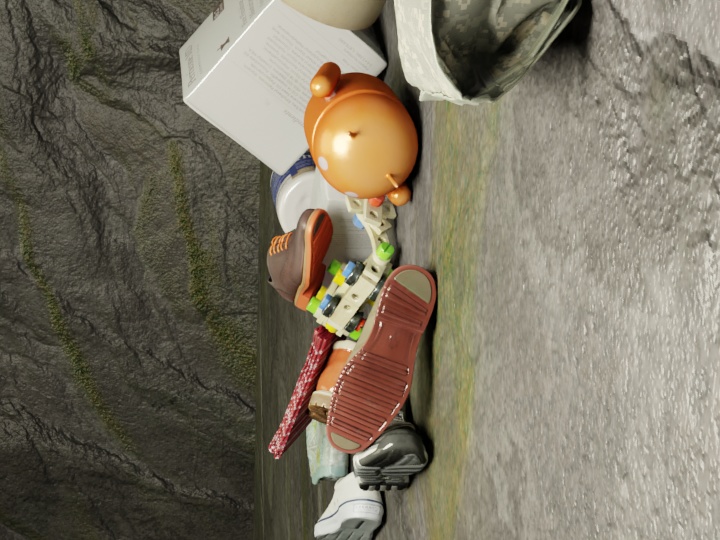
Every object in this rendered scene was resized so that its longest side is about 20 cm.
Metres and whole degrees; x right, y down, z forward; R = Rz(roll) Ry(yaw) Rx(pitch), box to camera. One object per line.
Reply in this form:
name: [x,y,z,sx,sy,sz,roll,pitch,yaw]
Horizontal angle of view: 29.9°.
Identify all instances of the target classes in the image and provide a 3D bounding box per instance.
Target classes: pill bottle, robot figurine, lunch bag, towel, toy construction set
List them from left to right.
pill bottle: [-0.071,-0.113,1.928,0.200,0.110,0.112,-114,25,-68]
towel: [-0.062,0.143,1.816,0.201,0.022,0.145,-68,-11,23]
towel: [-0.051,0.229,2.012,0.200,0.048,0.173,127,141,-76]
robot figurine: [-0.002,-0.147,1.455,0.200,0.116,0.145,-113,24,-68]
toy construction set: [0.000,0.000,1.579,0.131,0.092,0.201,-63,-7,-48]
lunch bag: [0.080,-0.211,0.920,0.164,0.117,0.202,-131,47,-75]

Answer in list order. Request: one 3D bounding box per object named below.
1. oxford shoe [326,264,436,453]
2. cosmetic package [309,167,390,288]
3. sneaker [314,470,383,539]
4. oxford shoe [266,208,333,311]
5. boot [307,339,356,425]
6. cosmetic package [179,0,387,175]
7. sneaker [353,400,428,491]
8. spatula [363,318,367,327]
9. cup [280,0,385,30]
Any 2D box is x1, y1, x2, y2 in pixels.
oxford shoe: [0.023,0.090,1.367,0.201,0.070,0.075,-64,3,1]
cosmetic package: [-0.018,-0.069,1.690,0.201,0.080,0.114,101,166,-56]
sneaker: [-0.009,0.300,1.708,0.200,0.073,0.071,129,150,-62]
oxford shoe: [-0.080,-0.017,1.614,0.200,0.072,0.071,105,-169,-59]
boot: [-0.022,0.156,1.800,0.200,0.075,0.108,99,-172,-73]
cosmetic package: [-0.100,-0.264,1.669,0.200,0.165,0.165,-45,28,17]
sneaker: [0.025,0.163,1.433,0.200,0.074,0.116,111,159,-70]
spatula: [0.017,0.140,1.643,0.201,0.020,0.057,-103,3,-46]
cup: [-0.026,-0.385,1.475,0.143,0.199,0.201,-49,33,33]
